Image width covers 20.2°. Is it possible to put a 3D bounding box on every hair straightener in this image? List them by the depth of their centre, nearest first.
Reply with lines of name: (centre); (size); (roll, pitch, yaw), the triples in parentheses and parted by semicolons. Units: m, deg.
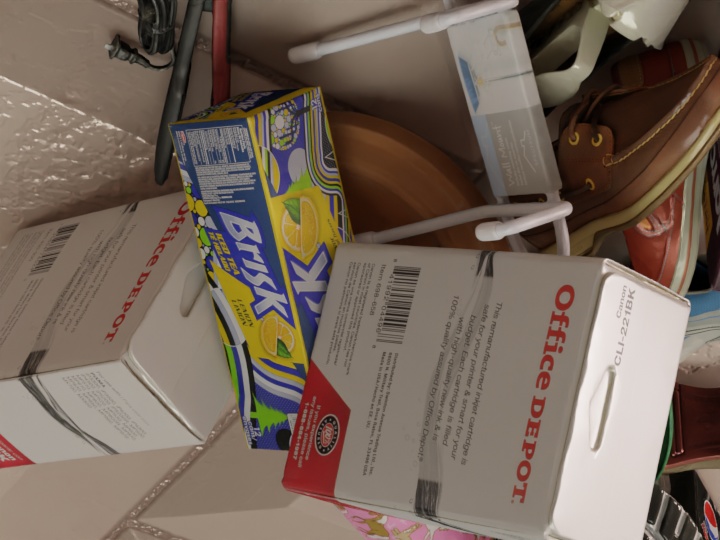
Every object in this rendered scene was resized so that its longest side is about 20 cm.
hair straightener: (-0.111, -0.123, 1.166); (0.076, 0.041, 0.201); (6, 141, -2)

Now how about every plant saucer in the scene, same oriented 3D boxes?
plant saucer: (0.000, 0.000, 1.238); (0.199, 0.032, 0.201); (17, 127, 24)

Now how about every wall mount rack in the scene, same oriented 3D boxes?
wall mount rack: (0.041, -0.081, 1.121); (0.074, 0.201, 0.174); (-18, -173, -25)

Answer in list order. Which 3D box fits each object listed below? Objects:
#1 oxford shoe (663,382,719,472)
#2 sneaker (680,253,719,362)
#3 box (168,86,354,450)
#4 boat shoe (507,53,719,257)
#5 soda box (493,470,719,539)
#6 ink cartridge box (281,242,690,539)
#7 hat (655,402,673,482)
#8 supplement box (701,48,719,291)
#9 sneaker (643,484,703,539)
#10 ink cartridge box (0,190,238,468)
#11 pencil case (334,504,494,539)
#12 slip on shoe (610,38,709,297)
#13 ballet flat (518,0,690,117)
oxford shoe: (0.223, 0.114, 1.403); (0.199, 0.071, 0.075); (0, 159, 18)
sneaker: (0.199, 0.027, 1.310); (0.073, 0.072, 0.200); (54, 135, -2)
box: (-0.044, 0.000, 1.167); (0.064, 0.070, 0.201); (0, 109, 38)
boat shoe: (0.136, -0.064, 1.098); (0.068, 0.072, 0.200); (42, 147, -4)
soda box: (0.170, 0.211, 1.527); (0.199, 0.064, 0.071); (-14, 136, 21)
ink cartridge box: (0.066, 0.068, 1.089); (0.083, 0.145, 0.199); (21, 169, -42)
hat: (0.081, 0.094, 1.248); (0.175, 0.167, 0.200); (-21, -176, -30)
supplement box: (0.244, -0.090, 1.114); (0.085, 0.111, 0.201); (2, 140, 0)
sneaker: (0.158, 0.171, 1.455); (0.199, 0.079, 0.090); (28, 176, 5)
ink cartridge box: (-0.156, 0.037, 1.240); (0.199, 0.147, 0.083); (-10, 131, 42)
pencil case: (0.026, 0.163, 1.469); (0.086, 0.083, 0.200); (-1, 144, 34)
slip on shoe: (0.170, -0.051, 1.199); (0.061, 0.074, 0.201); (-4, 135, -2)
ballet flat: (0.136, -0.139, 1.100); (0.068, 0.069, 0.200); (26, 136, -22)
